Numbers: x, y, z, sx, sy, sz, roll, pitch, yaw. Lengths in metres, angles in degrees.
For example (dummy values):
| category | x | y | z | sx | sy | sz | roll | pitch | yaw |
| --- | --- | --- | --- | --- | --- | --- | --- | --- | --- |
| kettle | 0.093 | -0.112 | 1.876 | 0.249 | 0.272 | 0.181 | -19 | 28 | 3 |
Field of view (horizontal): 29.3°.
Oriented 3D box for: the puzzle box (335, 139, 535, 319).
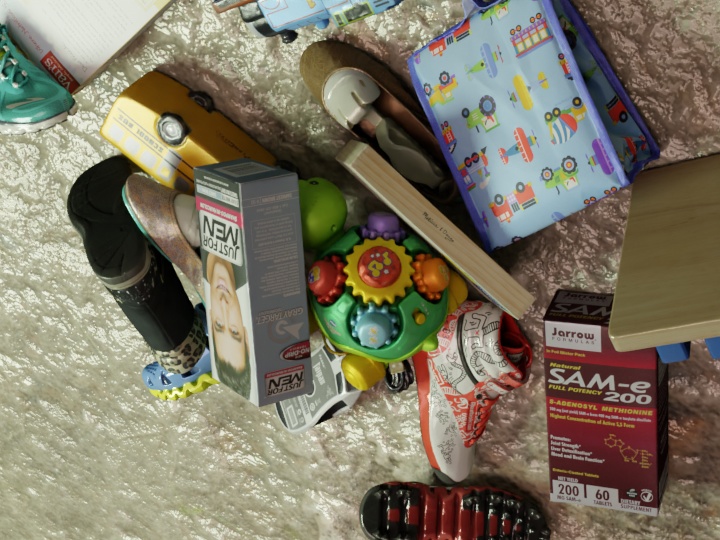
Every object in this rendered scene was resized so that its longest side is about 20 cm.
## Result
| category | x | y | z | sx | sy | sz | roll | pitch | yaw |
| --- | --- | --- | --- | --- | --- | --- | --- | --- | --- |
| puzzle box | 0.063 | -0.039 | 1.219 | 0.200 | 0.133 | 0.025 | 42 | 90 | -10 |

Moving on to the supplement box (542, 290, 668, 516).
| category | x | y | z | sx | sy | sz | roll | pitch | yaw |
| --- | --- | --- | --- | --- | --- | --- | --- | --- | --- |
| supplement box | 0.230 | 0.124 | 1.283 | 0.107 | 0.061 | 0.203 | 4 | 118 | 22 |

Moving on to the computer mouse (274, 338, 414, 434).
| category | x | y | z | sx | sy | sz | roll | pitch | yaw |
| --- | --- | --- | --- | --- | --- | --- | --- | --- | --- |
| computer mouse | -0.018 | 0.099 | 1.379 | 0.199 | 0.043 | 0.111 | -38 | 65 | 42 |

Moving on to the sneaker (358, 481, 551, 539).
| category | x | y | z | sx | sy | sz | roll | pitch | yaw |
| --- | --- | --- | --- | --- | --- | --- | --- | --- | --- |
| sneaker | 0.092 | 0.254 | 1.410 | 0.197 | 0.098 | 0.072 | 7 | 82 | -5 |

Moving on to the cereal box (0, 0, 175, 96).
| category | x | y | z | sx | sy | sz | roll | pitch | yaw |
| --- | --- | --- | --- | --- | --- | --- | --- | --- | --- |
| cereal box | -0.260 | -0.272 | 1.291 | 0.199 | 0.040 | 0.144 | -33 | 100 | 35 |

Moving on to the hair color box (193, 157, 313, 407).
| category | x | y | z | sx | sy | sz | roll | pitch | yaw |
| --- | --- | --- | --- | --- | --- | --- | --- | --- | --- |
| hair color box | -0.096 | 0.009 | 1.238 | 0.099 | 0.060 | 0.203 | 21 | 120 | 57 |

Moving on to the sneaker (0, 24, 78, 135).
| category | x | y | z | sx | sy | sz | roll | pitch | yaw |
| --- | --- | --- | --- | --- | --- | --- | --- | --- | --- |
| sneaker | -0.349 | -0.191 | 1.318 | 0.199 | 0.077 | 0.080 | 31 | 140 | 30 |

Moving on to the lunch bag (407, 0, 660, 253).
| category | x | y | z | sx | sy | sz | roll | pitch | yaw |
| --- | --- | --- | --- | --- | --- | --- | --- | --- | --- |
| lunch bag | 0.134 | -0.142 | 1.169 | 0.150 | 0.094 | 0.202 | -26 | 95 | 35 |

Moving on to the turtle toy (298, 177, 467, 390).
| category | x | y | z | sx | sy | sz | roll | pitch | yaw |
| --- | --- | --- | --- | --- | --- | --- | --- | --- | --- |
| turtle toy | 0.000 | 0.000 | 1.248 | 0.200 | 0.145 | 0.101 | 43 | 162 | 17 |

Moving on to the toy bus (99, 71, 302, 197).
| category | x | y | z | sx | sy | sz | roll | pitch | yaw |
| --- | --- | --- | --- | --- | --- | --- | --- | --- | --- |
| toy bus | -0.147 | -0.105 | 1.318 | 0.199 | 0.065 | 0.079 | 38 | 126 | 0 |

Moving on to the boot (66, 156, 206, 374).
| category | x | y | z | sx | sy | sz | roll | pitch | yaw |
| --- | --- | --- | --- | --- | --- | --- | --- | --- | --- |
| boot | -0.219 | -0.006 | 1.359 | 0.073 | 0.204 | 0.155 | -26 | 129 | 0 |

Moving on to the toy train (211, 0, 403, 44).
| category | x | y | z | sx | sy | sz | roll | pitch | yaw |
| --- | --- | --- | --- | --- | --- | --- | --- | --- | --- |
| toy train | -0.044 | -0.259 | 1.166 | 0.198 | 0.087 | 0.115 | -12 | 116 | 39 |

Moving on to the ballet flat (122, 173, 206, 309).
| category | x | y | z | sx | sy | sz | roll | pitch | yaw |
| --- | --- | --- | --- | --- | --- | --- | --- | --- | --- |
| ballet flat | -0.143 | -0.021 | 1.299 | 0.067 | 0.068 | 0.201 | -24 | 120 | 21 |

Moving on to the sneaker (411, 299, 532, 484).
| category | x | y | z | sx | sy | sz | roll | pitch | yaw |
| --- | --- | --- | --- | --- | --- | --- | --- | --- | --- |
| sneaker | 0.114 | 0.121 | 1.328 | 0.106 | 0.067 | 0.204 | 0 | 115 | 26 |

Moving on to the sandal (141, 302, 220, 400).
| category | x | y | z | sx | sy | sz | roll | pitch | yaw |
| --- | --- | --- | --- | --- | --- | --- | --- | --- | --- |
| sandal | -0.147 | 0.069 | 1.416 | 0.198 | 0.080 | 0.088 | -25 | 100 | 25 |

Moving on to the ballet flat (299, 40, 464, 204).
| category | x | y | z | sx | sy | sz | roll | pitch | yaw |
| --- | --- | --- | --- | --- | --- | --- | --- | --- | --- |
| ballet flat | 0.021 | -0.128 | 1.225 | 0.200 | 0.072 | 0.068 | 44 | 113 | -3 |

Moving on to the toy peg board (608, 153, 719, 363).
| category | x | y | z | sx | sy | sz | roll | pitch | yaw |
| --- | --- | --- | --- | --- | --- | --- | --- | --- | --- |
| toy peg board | 0.318 | 0.000 | 1.103 | 0.198 | 0.201 | 0.098 | -12 | 128 | 29 |
